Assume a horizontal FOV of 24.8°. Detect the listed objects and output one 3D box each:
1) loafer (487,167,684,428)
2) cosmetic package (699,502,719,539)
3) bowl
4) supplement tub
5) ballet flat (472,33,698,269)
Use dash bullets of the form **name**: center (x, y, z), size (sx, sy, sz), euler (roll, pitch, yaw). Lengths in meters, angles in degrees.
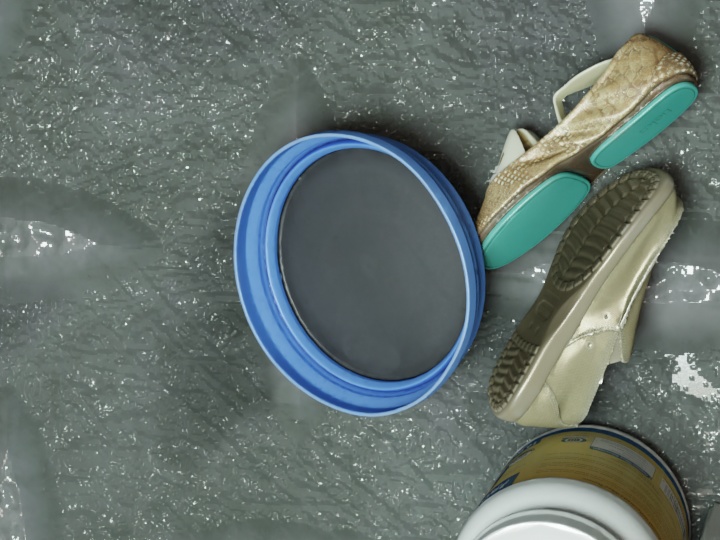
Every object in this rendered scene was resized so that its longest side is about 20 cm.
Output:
- **loafer**: center (0.161, 0.023, 1.116), size (0.068, 0.076, 0.201), euler (28, 102, -21)
- **cosmetic package**: center (0.260, 0.279, 1.123), size (0.106, 0.090, 0.202), euler (18, 107, 13)
- **bowl**: center (0.000, 0.000, 1.146), size (0.199, 0.039, 0.203), euler (12, 111, 33)
- **supplement tub**: center (0.139, 0.193, 1.082), size (0.143, 0.200, 0.146), euler (3, 100, 16)
- **ballet flat**: center (0.140, -0.084, 1.115), size (0.200, 0.070, 0.066), euler (-40, 61, 16)
